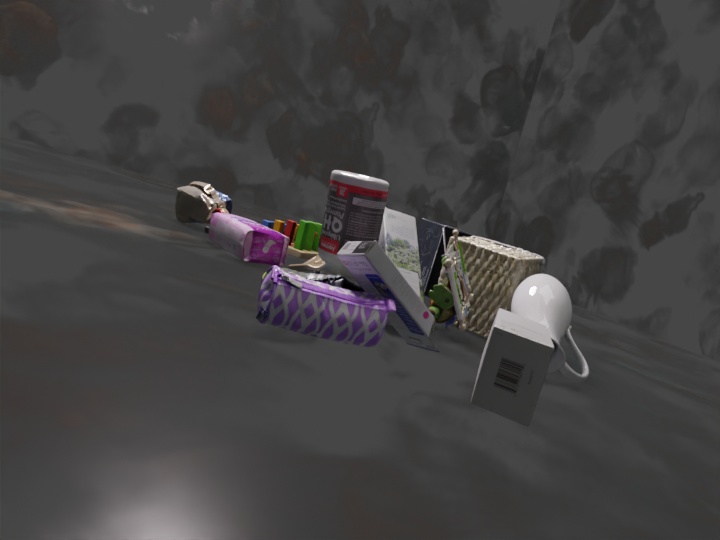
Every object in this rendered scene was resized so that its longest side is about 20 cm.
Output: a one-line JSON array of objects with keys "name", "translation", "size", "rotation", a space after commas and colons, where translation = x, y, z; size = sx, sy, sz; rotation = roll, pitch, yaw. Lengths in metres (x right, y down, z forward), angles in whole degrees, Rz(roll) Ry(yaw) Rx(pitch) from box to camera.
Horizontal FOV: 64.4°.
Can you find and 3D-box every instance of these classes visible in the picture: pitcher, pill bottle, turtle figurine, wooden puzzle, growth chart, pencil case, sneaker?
[{"name": "pitcher", "translation": [0.374, 0.114, 1.126], "size": [0.169, 0.122, 0.202], "rotation": [32, 40, -6]}, {"name": "pill bottle", "translation": [-0.018, -0.067, 1.023], "size": [0.106, 0.208, 0.111], "rotation": [11, 10, -2]}, {"name": "turtle figurine", "translation": [0.131, 0.040, 1.148], "size": [0.139, 0.207, 0.194], "rotation": [-17, 4, 13]}, {"name": "wooden puzzle", "translation": [-0.042, -0.031, 1.207], "size": [0.195, 0.048, 0.184], "rotation": [-26, 9, -19]}, {"name": "growth chart", "translation": [0.186, 0.019, 1.082], "size": [0.017, 0.150, 0.200], "rotation": [-12, 15, 18]}, {"name": "pencil case", "translation": [-0.053, 0.050, 0.812], "size": [0.194, 0.087, 0.085], "rotation": [15, 37, -25]}, {"name": "sneaker", "translation": [-0.066, 0.030, 0.890], "size": [0.195, 0.077, 0.080], "rotation": [9, -22, -42]}]

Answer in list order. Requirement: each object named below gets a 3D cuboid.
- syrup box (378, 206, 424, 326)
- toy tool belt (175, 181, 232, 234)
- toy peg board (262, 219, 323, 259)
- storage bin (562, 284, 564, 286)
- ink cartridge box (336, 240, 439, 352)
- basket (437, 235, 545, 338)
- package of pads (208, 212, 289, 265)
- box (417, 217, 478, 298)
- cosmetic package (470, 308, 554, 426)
[{"name": "syrup box", "translation": [0.059, -0.007, 1.061], "size": [0.076, 0.206, 0.081], "rotation": [14, -35, -26]}, {"name": "toy tool belt", "translation": [-0.398, -0.168, 1.541], "size": [0.195, 0.130, 0.122], "rotation": [21, 17, 27]}, {"name": "toy peg board", "translation": [-0.191, -0.109, 1.683], "size": [0.194, 0.101, 0.198], "rotation": [20, 7, 25]}, {"name": "storage bin", "translation": [0.537, 0.093, 1.734], "size": [0.092, 0.140, 0.197], "rotation": [20, 7, 34]}, {"name": "ink cartridge box", "translation": [0.049, 0.040, 0.878], "size": [0.202, 0.037, 0.094], "rotation": [54, -21, -20]}, {"name": "basket", "translation": [0.289, 0.037, 1.304], "size": [0.194, 0.207, 0.159], "rotation": [20, 10, 32]}, {"name": "package of pads", "translation": [-0.263, -0.074, 1.328], "size": [0.118, 0.079, 0.198], "rotation": [7, 12, -40]}, {"name": "box", "translation": [0.230, -0.031, 1.680], "size": [0.120, 0.207, 0.196], "rotation": [15, 7, -17]}, {"name": "cosmetic package", "translation": [0.212, 0.126, 0.802], "size": [0.082, 0.112, 0.199], "rotation": [18, 8, 15]}]
